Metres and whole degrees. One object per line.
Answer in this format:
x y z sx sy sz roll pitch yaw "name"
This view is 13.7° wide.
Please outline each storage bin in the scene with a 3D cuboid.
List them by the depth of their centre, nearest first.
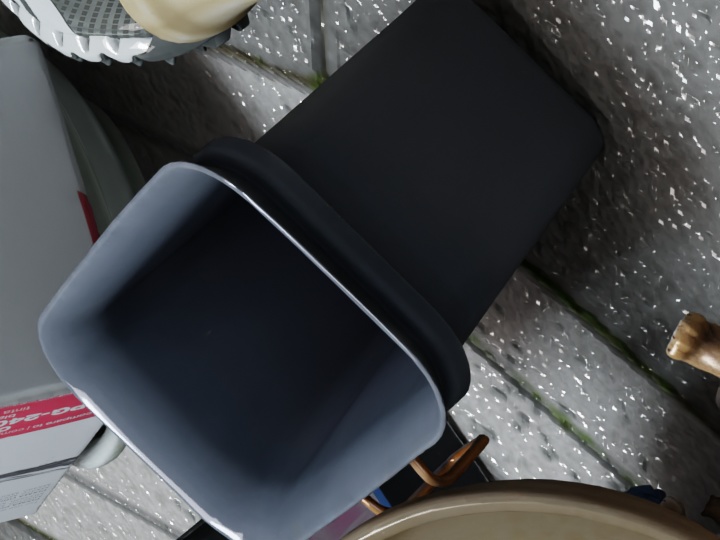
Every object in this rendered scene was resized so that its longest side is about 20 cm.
0.000 0.000 1.050 0.146 0.134 0.200 44 151 -1 "storage bin"

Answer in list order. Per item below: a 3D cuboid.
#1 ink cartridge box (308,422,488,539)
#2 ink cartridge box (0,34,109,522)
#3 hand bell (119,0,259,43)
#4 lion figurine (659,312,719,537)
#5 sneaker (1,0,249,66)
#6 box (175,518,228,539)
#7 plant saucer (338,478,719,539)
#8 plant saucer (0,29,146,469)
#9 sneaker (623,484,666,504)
-0.011 0.078 1.191 0.200 0.095 0.037 54 150 -2 "ink cartridge box"
-0.168 0.015 1.209 0.146 0.083 0.200 71 156 14 "ink cartridge box"
0.023 -0.113 0.974 0.199 0.104 0.104 12 132 34 "hand bell"
0.161 0.062 0.976 0.122 0.073 0.200 31 158 21 "lion figurine"
-0.121 -0.141 1.144 0.200 0.066 0.091 27 144 41 "sneaker"
-0.031 0.202 1.361 0.164 0.086 0.200 47 150 10 "box"
0.069 0.144 1.043 0.199 0.030 0.201 7 130 9 "plant saucer"
-0.127 -0.017 1.274 0.200 0.050 0.201 46 146 43 "plant saucer"
0.099 0.169 1.118 0.077 0.085 0.201 -105 2 -55 "sneaker"
